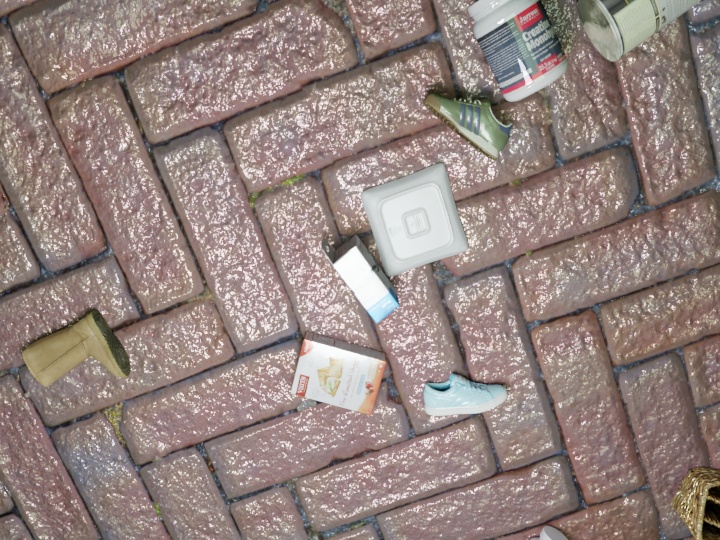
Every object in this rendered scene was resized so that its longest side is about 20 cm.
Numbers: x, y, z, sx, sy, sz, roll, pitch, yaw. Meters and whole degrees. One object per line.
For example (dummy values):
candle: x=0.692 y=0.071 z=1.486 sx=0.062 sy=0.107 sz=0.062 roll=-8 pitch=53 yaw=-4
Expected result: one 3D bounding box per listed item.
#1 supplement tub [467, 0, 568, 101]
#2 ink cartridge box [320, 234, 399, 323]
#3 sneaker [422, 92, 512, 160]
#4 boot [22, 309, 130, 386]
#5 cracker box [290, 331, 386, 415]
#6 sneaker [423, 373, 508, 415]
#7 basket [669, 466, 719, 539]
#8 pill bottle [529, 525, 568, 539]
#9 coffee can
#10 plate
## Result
supplement tub: x=0.306 y=-0.451 z=1.286 sx=0.138 sy=0.141 sz=0.203 roll=-29 pitch=103 yaw=8
ink cartridge box: x=0.000 y=0.000 z=1.416 sx=0.067 sy=0.116 sz=0.202 roll=-35 pitch=103 yaw=8
sneaker: x=0.228 y=-0.323 z=1.363 sx=0.198 sy=0.067 sz=0.091 roll=36 pitch=95 yaw=-9
boot: x=-0.644 y=0.207 z=1.503 sx=0.197 sy=0.066 sz=0.178 roll=-30 pitch=90 yaw=7
cracker box: x=-0.050 y=0.235 z=1.507 sx=0.195 sy=0.058 sz=0.137 roll=15 pitch=104 yaw=-3
sneaker: x=0.239 y=0.277 z=1.508 sx=0.194 sy=0.074 sz=0.084 roll=-11 pitch=108 yaw=2
basket: x=0.865 y=0.570 z=1.542 sx=0.196 sy=0.149 sz=0.146 roll=24 pitch=104 yaw=-5
pill bottle: x=0.433 y=0.731 z=1.609 sx=0.102 sy=0.104 sz=0.204 roll=23 pitch=103 yaw=-6
coffee can: x=0.539 y=-0.524 z=1.262 sx=0.198 sy=0.147 sz=0.148 roll=-34 pitch=102 yaw=9
plate: x=0.119 y=-0.104 z=1.432 sx=0.195 sy=0.032 sz=0.204 roll=-18 pitch=104 yaw=5
